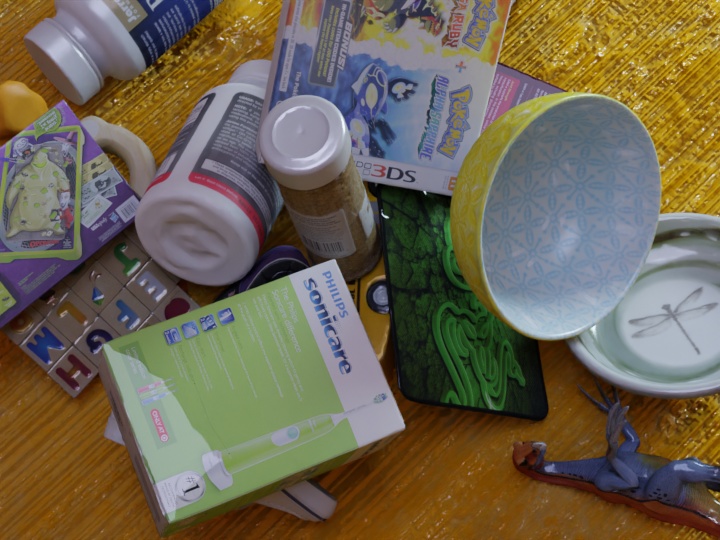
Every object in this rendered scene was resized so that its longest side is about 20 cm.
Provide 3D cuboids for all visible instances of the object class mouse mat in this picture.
[{"bbox_3d":[0.086,0.024,1.285,0.160,0.008,0.202,11,62,-33],"label":"mouse mat"}]

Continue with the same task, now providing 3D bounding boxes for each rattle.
[{"bbox_3d":[-0.225,-0.073,1.340,0.129,0.144,0.200,-28,60,-23],"label":"rattle"}]

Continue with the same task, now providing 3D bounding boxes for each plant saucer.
[{"bbox_3d":[0.265,0.038,1.275,0.198,0.051,0.201,-8,45,8],"label":"plant saucer"}]

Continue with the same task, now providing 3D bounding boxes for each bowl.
[{"bbox_3d":[0.139,-0.054,1.240,0.200,0.201,0.107,-46,37,-15],"label":"bowl"}]

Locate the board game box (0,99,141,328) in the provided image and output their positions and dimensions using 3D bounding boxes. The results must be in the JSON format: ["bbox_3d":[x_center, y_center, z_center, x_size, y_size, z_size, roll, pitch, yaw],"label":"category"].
[{"bbox_3d":[-0.294,-0.036,1.287,0.200,0.032,0.120,-39,102,-12],"label":"board game box"}]

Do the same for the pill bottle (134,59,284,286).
[{"bbox_3d":[-0.111,-0.092,1.332,0.109,0.111,0.201,14,49,11],"label":"pill bottle"}]

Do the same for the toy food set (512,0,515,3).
[{"bbox_3d":[0.103,-0.276,1.451,0.143,0.061,0.200,30,70,29],"label":"toy food set"}]

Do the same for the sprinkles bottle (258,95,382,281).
[{"bbox_3d":[-0.029,-0.060,1.208,0.067,0.200,0.069,-4,65,8],"label":"sprinkles bottle"}]

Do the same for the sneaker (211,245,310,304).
[{"bbox_3d":[-0.112,0.063,1.313,0.200,0.088,0.076,-45,109,5],"label":"sneaker"}]

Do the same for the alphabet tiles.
[{"bbox_3d":[-0.240,0.004,1.317,0.200,0.006,0.167,44,79,-10],"label":"alphabet tiles"}]

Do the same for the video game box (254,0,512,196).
[{"bbox_3d":[0.020,-0.171,1.245,0.180,0.202,0.047,8,20,-13],"label":"video game box"}]

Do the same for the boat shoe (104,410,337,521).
[{"bbox_3d":[-0.121,0.170,1.243,0.201,0.075,0.087,31,87,-7],"label":"boat shoe"}]

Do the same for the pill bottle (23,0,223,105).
[{"bbox_3d":[-0.216,-0.251,1.430,0.111,0.111,0.200,40,75,20],"label":"pill bottle"}]

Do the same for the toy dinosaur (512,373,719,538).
[{"bbox_3d":[0.218,0.170,1.222,0.180,0.105,0.202,-19,76,18],"label":"toy dinosaur"}]

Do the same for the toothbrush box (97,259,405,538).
[{"bbox_3d":[-0.087,0.100,1.185,0.198,0.086,0.147,-21,78,-16],"label":"toothbrush box"}]

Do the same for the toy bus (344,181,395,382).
[{"bbox_3d":[0.000,0.000,1.325,0.077,0.065,0.202,-2,66,7],"label":"toy bus"}]

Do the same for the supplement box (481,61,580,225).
[{"bbox_3d":[0.114,-0.124,1.342,0.198,0.061,0.110,24,85,4],"label":"supplement box"}]
